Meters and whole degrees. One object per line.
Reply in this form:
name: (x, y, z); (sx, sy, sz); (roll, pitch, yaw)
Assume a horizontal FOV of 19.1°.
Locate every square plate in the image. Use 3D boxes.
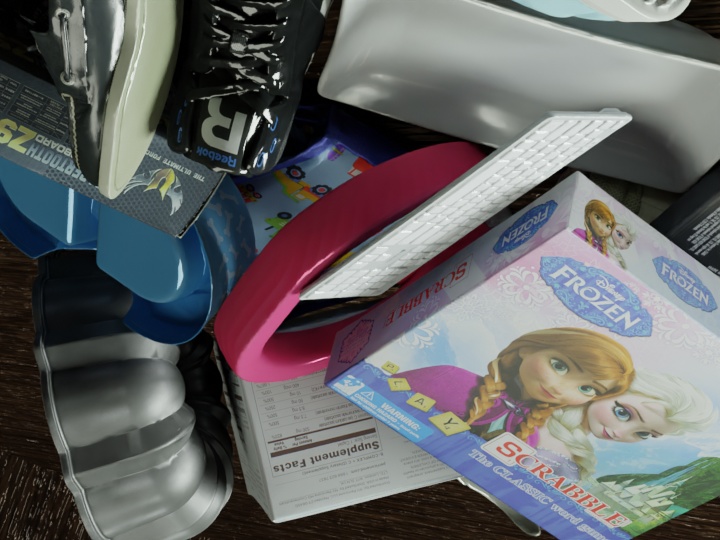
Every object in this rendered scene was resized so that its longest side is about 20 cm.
square plate: (0.084, -0.094, 1.009); (0.198, 0.029, 0.200); (15, 168, -3)

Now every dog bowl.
dog bowl: (-0.139, -0.041, 1.200); (0.200, 0.050, 0.112); (33, 134, 28)

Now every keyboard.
keyboard: (0.046, -0.029, 1.034); (0.056, 0.011, 0.200); (-10, 162, -43)

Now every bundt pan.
bundt pan: (-0.130, 0.075, 1.298); (0.076, 0.202, 0.202); (-14, 160, 8)

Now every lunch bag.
lunch bag: (-0.024, -0.041, 1.250); (0.200, 0.094, 0.150); (-4, 154, 45)

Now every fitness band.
fitness band: (0.000, 0.000, 1.151); (0.143, 0.037, 0.200); (-18, 159, -35)

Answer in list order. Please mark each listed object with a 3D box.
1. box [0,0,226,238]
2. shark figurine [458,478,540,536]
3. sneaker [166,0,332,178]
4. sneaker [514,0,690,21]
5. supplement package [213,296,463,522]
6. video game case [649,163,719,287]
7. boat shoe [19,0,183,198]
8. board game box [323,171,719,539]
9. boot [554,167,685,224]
box: (-0.174, -0.109, 1.075); (0.200, 0.051, 0.158); (25, -160, -31)
shark figurine: (0.168, 0.094, 1.512); (0.090, 0.214, 0.128); (59, -170, -10)
sneaker: (-0.048, -0.103, 0.976); (0.073, 0.112, 0.200); (15, 167, 3)
sneaker: (0.042, -0.142, 0.797); (0.082, 0.074, 0.200); (0, 157, 42)
supplement package: (-0.001, 0.079, 1.341); (0.155, 0.111, 0.200); (-13, -179, -7)
video game case: (0.237, 0.010, 1.082); (0.180, 0.026, 0.200); (28, 145, -12)
boat shoe: (-0.120, -0.120, 0.956); (0.066, 0.075, 0.200); (19, 138, 8)
board game box: (0.118, 0.058, 1.131); (0.200, 0.041, 0.199); (34, 137, -21)
boot: (0.169, 0.002, 1.209); (0.154, 0.072, 0.200); (18, 161, -3)
